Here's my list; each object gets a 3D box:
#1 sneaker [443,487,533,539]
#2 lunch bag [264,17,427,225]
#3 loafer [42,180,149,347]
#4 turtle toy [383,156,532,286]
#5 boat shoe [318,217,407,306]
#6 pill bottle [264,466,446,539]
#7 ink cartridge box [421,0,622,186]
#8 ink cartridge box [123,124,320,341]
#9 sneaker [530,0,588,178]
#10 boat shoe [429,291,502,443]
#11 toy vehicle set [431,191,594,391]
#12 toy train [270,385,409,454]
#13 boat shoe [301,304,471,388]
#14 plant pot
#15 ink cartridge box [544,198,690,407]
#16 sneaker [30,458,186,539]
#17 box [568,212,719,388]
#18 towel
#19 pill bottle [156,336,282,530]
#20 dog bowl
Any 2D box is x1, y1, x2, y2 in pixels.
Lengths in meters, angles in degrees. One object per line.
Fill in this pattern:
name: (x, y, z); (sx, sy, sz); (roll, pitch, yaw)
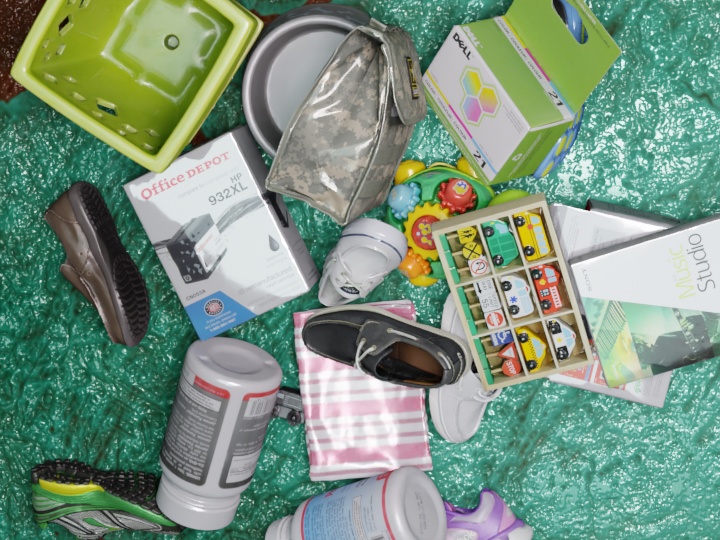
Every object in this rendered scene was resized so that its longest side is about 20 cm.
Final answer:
sneaker: (0.097, 0.319, 1.800); (0.200, 0.080, 0.089); (-29, 89, 7)
lunch bag: (0.001, -0.164, 1.612); (0.117, 0.164, 0.201); (25, 103, 8)
loafer: (-0.307, -0.002, 1.796); (0.071, 0.073, 0.201); (-20, 93, 21)
turtle toy: (0.109, -0.052, 1.698); (0.199, 0.101, 0.146); (-5, 100, 21)
boat shoe: (0.000, 0.000, 1.686); (0.073, 0.200, 0.067); (23, 73, -5)
pill bottle: (-0.008, 0.301, 1.773); (0.199, 0.109, 0.109); (-22, 98, 30)
ink cartridge box: (0.162, -0.210, 1.613); (0.148, 0.076, 0.200); (57, 143, 20)
ink cartridge box: (-0.156, -0.044, 1.755); (0.145, 0.084, 0.201); (-25, 97, 12)
sneaker: (0.203, -0.201, 1.695); (0.082, 0.071, 0.201); (8, 102, 21)
boat shoe: (0.130, 0.112, 1.735); (0.068, 0.072, 0.201); (29, 118, 43)
toy vehicle set: (0.163, 0.025, 1.645); (0.124, 0.027, 0.201); (-16, 113, 10)
toy train: (-0.018, 0.175, 1.807); (0.199, 0.034, 0.046); (16, 92, 4)
boat shoe: (0.020, 0.087, 1.709); (0.199, 0.068, 0.072); (12, 117, 23)
plant pot: (-0.227, -0.245, 1.676); (0.200, 0.182, 0.199); (34, 102, 0)
ink cartridge box: (0.272, 0.030, 1.714); (0.175, 0.084, 0.201); (14, 102, 4)
sneaker: (-0.298, 0.285, 1.848); (0.199, 0.078, 0.086); (10, 109, 14)
box: (0.337, 0.029, 1.646); (0.199, 0.036, 0.145); (-18, 98, 9)
towel: (0.002, 0.139, 1.775); (0.146, 0.030, 0.201); (-6, 88, 5)
pill bottle: (-0.168, 0.189, 1.780); (0.113, 0.114, 0.201); (19, 111, 3)
dog bowl: (-0.042, -0.197, 1.725); (0.199, 0.059, 0.201); (1, 100, 6)
